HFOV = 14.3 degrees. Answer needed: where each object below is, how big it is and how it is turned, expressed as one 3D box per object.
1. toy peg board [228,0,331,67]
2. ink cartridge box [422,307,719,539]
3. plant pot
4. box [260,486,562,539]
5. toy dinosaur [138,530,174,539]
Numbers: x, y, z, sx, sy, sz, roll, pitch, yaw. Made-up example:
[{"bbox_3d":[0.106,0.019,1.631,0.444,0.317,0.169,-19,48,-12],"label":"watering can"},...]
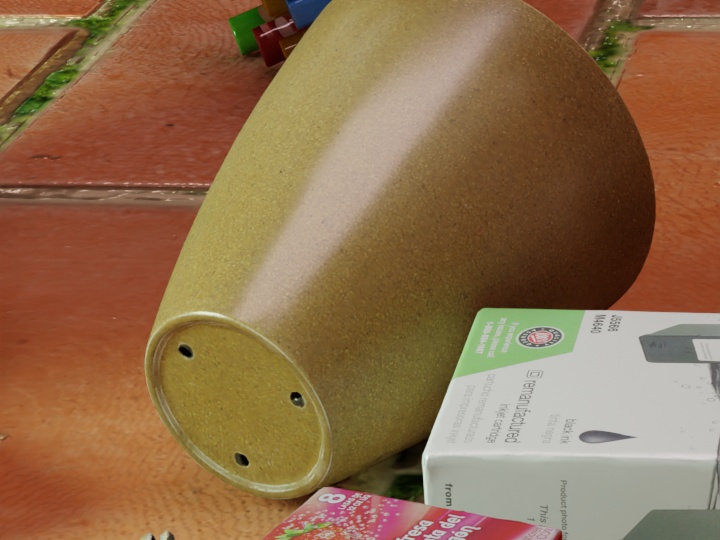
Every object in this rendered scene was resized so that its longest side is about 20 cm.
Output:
[{"bbox_3d":[-0.046,-0.197,1.720,0.097,0.201,0.199,-22,22,-1],"label":"toy peg board"},{"bbox_3d":[0.133,0.079,1.092,0.198,0.085,0.146,1,21,11],"label":"ink cartridge box"},{"bbox_3d":[0.000,0.000,1.224,0.185,0.187,0.200,10,37,32],"label":"plant pot"},{"bbox_3d":[-0.016,0.156,0.892,0.095,0.100,0.200,7,24,27],"label":"box"},{"bbox_3d":[-0.042,0.140,1.029,0.100,0.059,0.200,-20,14,-2],"label":"toy dinosaur"}]
